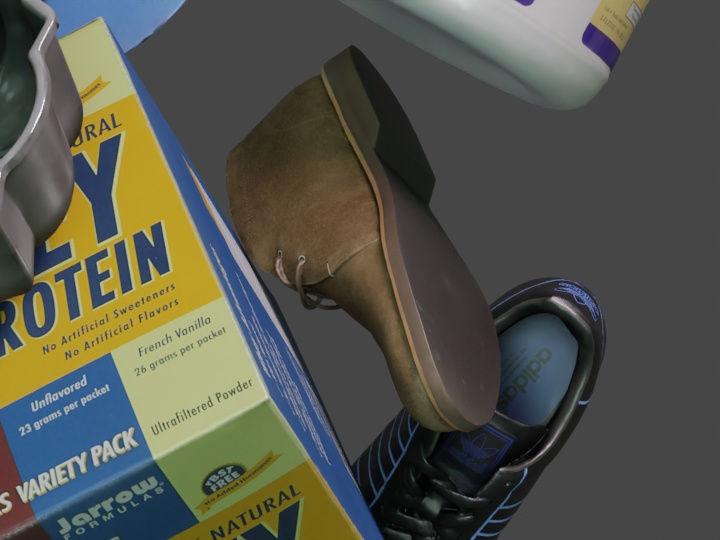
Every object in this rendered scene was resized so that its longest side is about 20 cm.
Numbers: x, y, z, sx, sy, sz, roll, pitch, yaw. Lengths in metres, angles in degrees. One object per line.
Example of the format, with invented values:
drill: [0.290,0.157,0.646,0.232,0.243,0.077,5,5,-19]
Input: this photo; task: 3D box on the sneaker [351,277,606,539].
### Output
sneaker: [0.031,0.086,1.175,0.070,0.078,0.200,33,90,3]

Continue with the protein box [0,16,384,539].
protein box: [-0.091,0.055,1.086,0.135,0.200,0.199,-27,52,2]

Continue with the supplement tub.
supplement tub: [0.073,-0.181,1.142,0.145,0.145,0.200,29,89,4]

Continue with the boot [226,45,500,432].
boot: [0.000,0.000,1.151,0.075,0.074,0.200,-31,44,11]

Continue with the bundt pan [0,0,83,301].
bundt pan: [-0.185,-0.034,1.007,0.202,0.076,0.202,-10,54,14]

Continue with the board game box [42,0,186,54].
board game box: [-0.135,-0.158,1.205,0.200,0.039,0.158,27,83,24]
